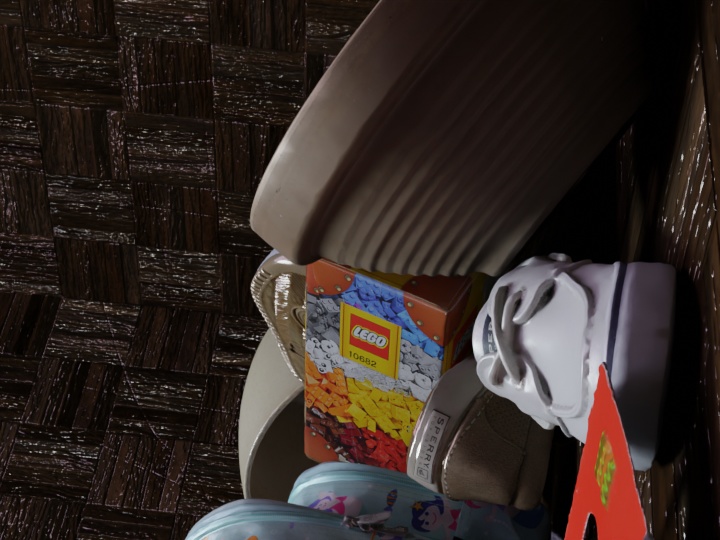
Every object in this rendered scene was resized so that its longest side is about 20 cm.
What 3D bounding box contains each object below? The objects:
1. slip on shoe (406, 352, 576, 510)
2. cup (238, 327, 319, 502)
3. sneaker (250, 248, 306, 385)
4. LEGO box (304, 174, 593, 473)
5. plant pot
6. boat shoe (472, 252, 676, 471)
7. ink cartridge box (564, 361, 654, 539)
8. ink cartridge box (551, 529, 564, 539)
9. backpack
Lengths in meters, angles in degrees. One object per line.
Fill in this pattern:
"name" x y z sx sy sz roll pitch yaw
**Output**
"slip on shoe" 0.084 0.058 0.729 0.200 0.060 0.077 -29 -43 -65
"cup" -0.009 0.097 1.139 0.144 0.198 0.202 -122 29 -51
"sneaker" 0.000 0.000 0.883 0.113 0.071 0.200 -55 -15 -17
"LEGO box" 0.050 -0.003 0.791 0.200 0.077 0.150 -53 -24 -40
"plant pot" 0.053 -0.064 0.619 0.201 0.093 0.201 -48 -5 -6
"boat shoe" 0.074 0.025 0.565 0.200 0.065 0.073 -64 -20 -83
"ink cartridge box" 0.054 0.150 0.432 0.201 0.050 0.163 -97 8 -49
"ink cartridge box" 0.060 0.173 0.871 0.043 0.173 0.201 -23 -49 -34
"backpack" 0.001 0.183 0.721 0.178 0.198 0.151 91 -175 -49
